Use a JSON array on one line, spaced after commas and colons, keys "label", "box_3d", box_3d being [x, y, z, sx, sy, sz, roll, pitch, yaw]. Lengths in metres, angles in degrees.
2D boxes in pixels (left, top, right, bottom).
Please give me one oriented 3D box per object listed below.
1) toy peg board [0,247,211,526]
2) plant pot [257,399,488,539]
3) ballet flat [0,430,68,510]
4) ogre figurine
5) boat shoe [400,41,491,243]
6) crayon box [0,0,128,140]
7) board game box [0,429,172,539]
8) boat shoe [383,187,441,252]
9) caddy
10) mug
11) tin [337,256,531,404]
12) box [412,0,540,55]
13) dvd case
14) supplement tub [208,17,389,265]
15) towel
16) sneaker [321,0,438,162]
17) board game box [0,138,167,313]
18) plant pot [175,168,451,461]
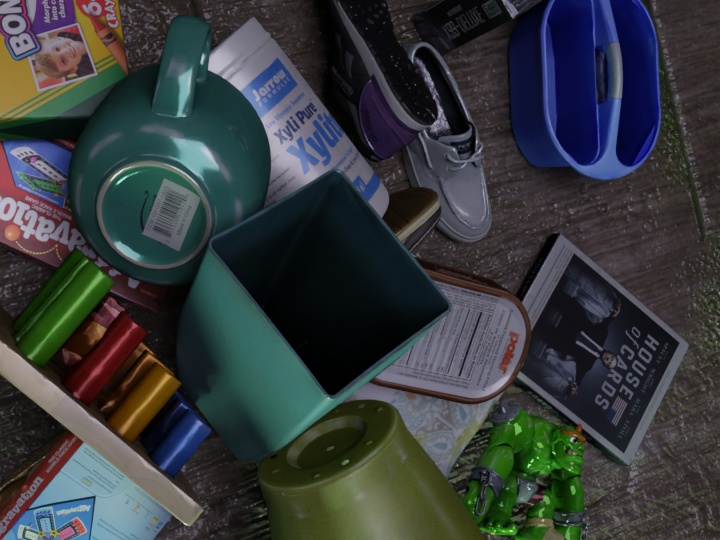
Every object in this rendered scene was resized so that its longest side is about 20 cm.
[{"label": "toy peg board", "box_3d": [-0.189, 0.074, 0.924, 0.199, 0.200, 0.098, 43, 83, -17]}, {"label": "plant pot", "box_3d": [0.007, 0.222, 0.995, 0.199, 0.199, 0.195, -31, 109, -22]}, {"label": "ballet flat", "box_3d": [-0.273, 0.198, 0.962, 0.199, 0.065, 0.071, -40, 100, -22]}, {"label": "ogre figurine", "box_3d": [0.162, 0.198, 1.138, 0.197, 0.098, 0.122, 20, 74, -27]}, {"label": "boat shoe", "box_3d": [0.079, -0.121, 1.136, 0.069, 0.071, 0.204, -27, 98, -23]}, {"label": "crayon box", "box_3d": [-0.285, -0.210, 0.966, 0.170, 0.058, 0.204, -5, 79, -28]}, {"label": "board game box", "box_3d": [-0.215, 0.199, 0.931, 0.019, 0.201, 0.103, 32, 74, 24]}, {"label": "boat shoe", "box_3d": [0.000, 0.000, 1.100, 0.199, 0.073, 0.065, -38, 123, -14]}, {"label": "caddy", "box_3d": [0.229, -0.190, 1.188, 0.139, 0.105, 0.204, -1, 88, -23]}, {"label": "mug", "box_3d": [-0.153, -0.080, 0.906, 0.150, 0.115, 0.187, -18, 116, 13]}, {"label": "tin", "box_3d": [0.065, 0.055, 1.039, 0.197, 0.042, 0.114, 14, 103, -31]}, {"label": "box", "box_3d": [0.165, -0.286, 1.139, 0.199, 0.157, 0.050, -36, 100, -21]}, {"label": "dvd case", "box_3d": [0.235, 0.082, 1.220, 0.199, 0.025, 0.152, 37, 74, -17]}, {"label": "supplement tub", "box_3d": [-0.079, -0.100, 1.032, 0.132, 0.131, 0.201, -44, 105, -20]}, {"label": "towel", "box_3d": [0.045, 0.094, 1.089, 0.199, 0.048, 0.172, 37, 86, -33]}, {"label": "sneaker", "box_3d": [-0.010, -0.196, 1.101, 0.075, 0.087, 0.203, 0, 60, -49]}, {"label": "board game box", "box_3d": [-0.243, -0.051, 1.008, 0.198, 0.019, 0.104, 26, 78, -21]}, {"label": "plant pot", "box_3d": [-0.056, 0.056, 0.929, 0.141, 0.200, 0.142, -33, 77, -38]}]
